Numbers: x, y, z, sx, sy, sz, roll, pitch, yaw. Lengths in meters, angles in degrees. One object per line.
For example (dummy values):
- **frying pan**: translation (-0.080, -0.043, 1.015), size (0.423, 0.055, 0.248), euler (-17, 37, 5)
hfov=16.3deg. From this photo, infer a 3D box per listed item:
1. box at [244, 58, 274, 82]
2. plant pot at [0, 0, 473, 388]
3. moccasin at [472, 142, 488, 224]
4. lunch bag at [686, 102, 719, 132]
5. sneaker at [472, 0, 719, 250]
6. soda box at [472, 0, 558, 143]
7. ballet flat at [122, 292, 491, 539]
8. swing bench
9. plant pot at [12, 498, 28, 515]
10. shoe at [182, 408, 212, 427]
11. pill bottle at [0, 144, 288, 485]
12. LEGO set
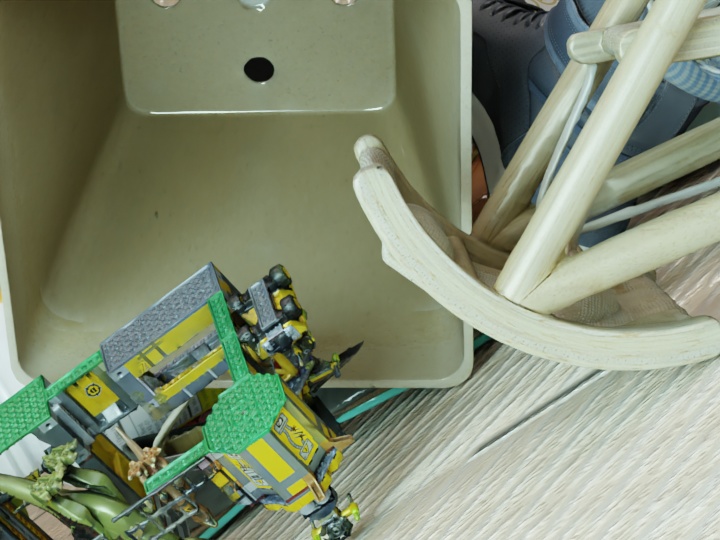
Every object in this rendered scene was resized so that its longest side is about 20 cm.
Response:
- **box**: translation (-0.088, -0.080, 1.389), size (0.141, 0.079, 0.200), euler (-17, 4, -36)
- **plant pot**: translation (-0.050, -0.081, 1.101), size (0.200, 0.200, 0.177), euler (0, 35, 3)
- **moccasin**: translation (0.086, -0.045, 1.285), size (0.078, 0.074, 0.201), euler (-23, 22, 36)
- **lunch bag**: translation (0.187, -0.120, 1.184), size (0.160, 0.077, 0.200), euler (-40, 6, -29)
- **sneaker**: translation (0.095, -0.113, 1.110), size (0.146, 0.077, 0.202), euler (-62, 34, 33)
- **soda box**: translation (0.069, -0.120, 1.334), size (0.200, 0.068, 0.064), euler (-28, -30, -44)
- **ballet flat**: translation (-0.028, 0.052, 1.155), size (0.200, 0.068, 0.068), euler (-36, 7, 9)
- **swing bench**: translation (0.105, -0.052, 0.883), size (0.200, 0.130, 0.199), euler (-42, 5, 5)
- **plant pot**: translation (-0.274, 0.163, 1.285), size (0.193, 0.201, 0.200), euler (-23, 8, 14)
- **shoe**: translation (-0.110, 0.093, 1.328), size (0.091, 0.072, 0.200), euler (-34, 8, -20)
- **pill bottle**: translation (-0.115, 0.030, 1.216), size (0.200, 0.109, 0.109), euler (-32, 4, -10)
- **LEGO set**: translation (-0.072, 0.101, 0.997), size (0.200, 0.116, 0.154), euler (-40, 34, 3)
